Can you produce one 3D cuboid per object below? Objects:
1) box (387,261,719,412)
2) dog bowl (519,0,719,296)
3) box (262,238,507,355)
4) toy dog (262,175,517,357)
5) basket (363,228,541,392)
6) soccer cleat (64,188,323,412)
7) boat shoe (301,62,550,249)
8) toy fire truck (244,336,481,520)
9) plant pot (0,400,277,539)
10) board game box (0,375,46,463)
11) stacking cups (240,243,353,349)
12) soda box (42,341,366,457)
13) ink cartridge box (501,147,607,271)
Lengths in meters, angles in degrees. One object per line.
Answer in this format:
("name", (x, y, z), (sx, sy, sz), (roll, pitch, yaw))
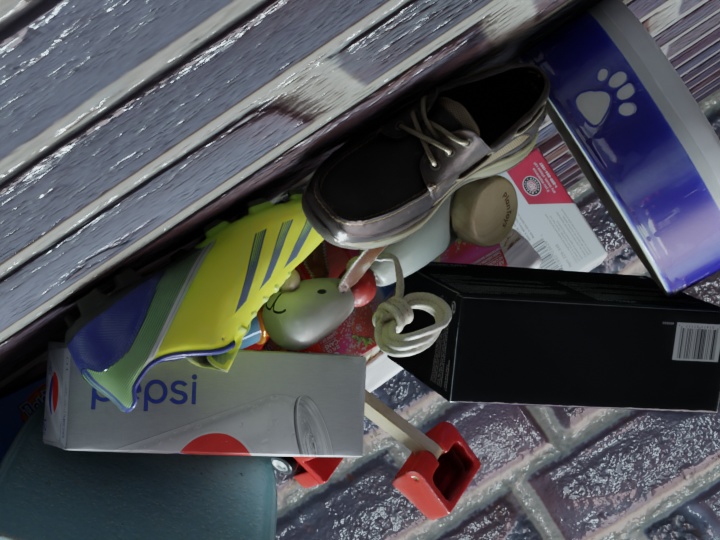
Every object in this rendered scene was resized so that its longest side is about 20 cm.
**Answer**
("box", (0.136, 0.045, 1.360), (0.199, 0.079, 0.141), (4, -169, -17))
("dog bowl", (0.192, -0.084, 1.336), (0.079, 0.200, 0.200), (-32, 176, 5))
("box", (0.000, 0.000, 1.454), (0.200, 0.096, 0.100), (-30, -170, -38))
("toy dog", (0.015, -0.035, 1.279), (0.132, 0.097, 0.200), (-1, -147, 30))
("basket", (0.043, 0.010, 1.788), (0.135, 0.123, 0.200), (-37, 179, -40))
("soccer cleat", (-0.088, 0.018, 1.194), (0.200, 0.084, 0.065), (-31, 175, -28))
("boat shoe", (0.043, -0.083, 1.219), (0.200, 0.074, 0.073), (-34, 162, -36))
("toy fire truck", (-0.027, 0.097, 1.357), (0.141, 0.200, 0.049), (-25, -156, 54))
("plant pot", (-0.158, 0.187, 1.328), (0.200, 0.196, 0.196), (-78, -175, -49))
("board game box", (-0.264, 0.129, 1.436), (0.152, 0.045, 0.200), (-37, 174, 38))
("stacking cups", (-0.095, 0.036, 1.314), (0.200, 0.061, 0.061), (-22, 172, -22))
("soda box", (-0.098, 0.083, 1.242), (0.199, 0.068, 0.063), (4, 177, -22))
("ink cartridge box", (0.150, -0.020, 2.157), (0.200, 0.148, 0.086), (-32, 175, -1))
